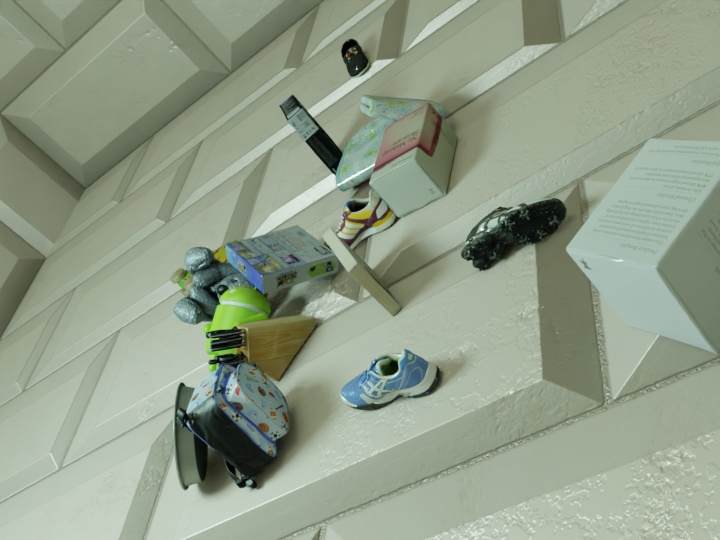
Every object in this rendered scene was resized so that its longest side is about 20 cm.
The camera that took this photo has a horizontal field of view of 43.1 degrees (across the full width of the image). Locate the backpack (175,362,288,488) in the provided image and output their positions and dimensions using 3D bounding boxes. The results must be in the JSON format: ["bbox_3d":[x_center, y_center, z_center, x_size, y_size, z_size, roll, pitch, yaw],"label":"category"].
[{"bbox_3d":[-0.222,0.255,1.649,0.154,0.200,0.191,-37,20,2],"label":"backpack"}]

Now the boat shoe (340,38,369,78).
[{"bbox_3d":[-0.020,-0.631,2.710,0.073,0.063,0.202,-35,30,14],"label":"boat shoe"}]

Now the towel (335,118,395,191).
[{"bbox_3d":[0.025,-0.289,2.168,0.170,0.048,0.201,-30,31,31],"label":"towel"}]

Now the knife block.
[{"bbox_3d":[-0.209,0.128,1.802,0.064,0.176,0.201,7,57,56],"label":"knife block"}]

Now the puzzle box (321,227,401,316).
[{"bbox_3d":[0.000,0.000,1.726,0.025,0.133,0.200,-43,26,3],"label":"puzzle box"}]

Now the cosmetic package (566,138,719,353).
[{"bbox_3d":[0.408,-0.038,1.153,0.200,0.166,0.167,-50,27,-10],"label":"cosmetic package"}]

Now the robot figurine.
[{"bbox_3d":[-0.255,0.124,1.912,0.175,0.115,0.202,-12,60,58],"label":"robot figurine"}]

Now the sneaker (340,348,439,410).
[{"bbox_3d":[0.036,0.173,1.497,0.199,0.077,0.076,-25,35,38],"label":"sneaker"}]

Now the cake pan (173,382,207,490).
[{"bbox_3d":[-0.319,0.312,1.724,0.036,0.202,0.201,-4,33,-2],"label":"cake pan"}]

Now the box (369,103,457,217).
[{"bbox_3d":[0.113,-0.233,1.911,0.127,0.109,0.201,-25,33,34],"label":"box"}]

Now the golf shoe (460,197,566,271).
[{"bbox_3d":[0.254,-0.083,1.538,0.199,0.078,0.095,-27,32,30],"label":"golf shoe"}]

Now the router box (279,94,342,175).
[{"bbox_3d":[-0.114,-0.337,2.282,0.051,0.200,0.149,-39,26,6],"label":"router box"}]

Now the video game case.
[{"bbox_3d":[-0.171,-0.027,1.962,0.180,0.046,0.200,-15,28,-26],"label":"video game case"}]

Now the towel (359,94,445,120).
[{"bbox_3d":[0.090,-0.362,2.054,0.200,0.169,0.049,-118,31,-74],"label":"towel"}]

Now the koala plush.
[{"bbox_3d":[-0.285,0.048,2.061,0.199,0.183,0.179,2,79,40],"label":"koala plush"}]

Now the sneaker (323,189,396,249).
[{"bbox_3d":[-0.020,-0.104,1.946,0.199,0.090,0.075,-32,30,27],"label":"sneaker"}]

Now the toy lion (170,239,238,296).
[{"bbox_3d":[-0.391,-0.009,2.394,0.192,0.069,0.200,-46,25,-15],"label":"toy lion"}]
